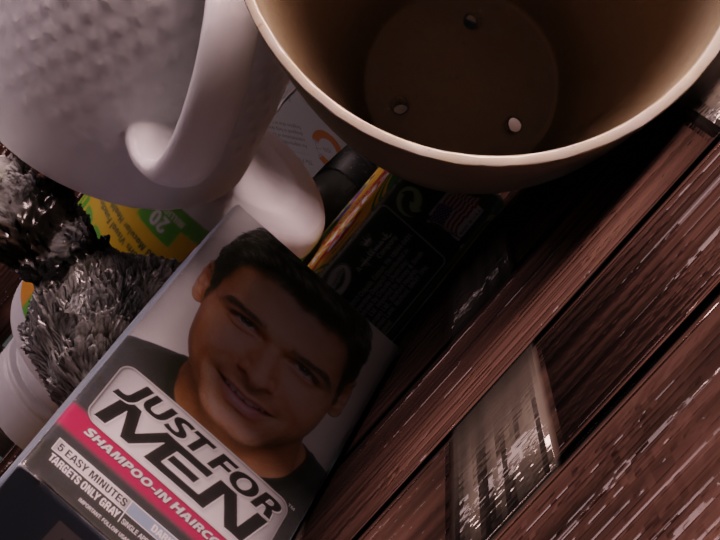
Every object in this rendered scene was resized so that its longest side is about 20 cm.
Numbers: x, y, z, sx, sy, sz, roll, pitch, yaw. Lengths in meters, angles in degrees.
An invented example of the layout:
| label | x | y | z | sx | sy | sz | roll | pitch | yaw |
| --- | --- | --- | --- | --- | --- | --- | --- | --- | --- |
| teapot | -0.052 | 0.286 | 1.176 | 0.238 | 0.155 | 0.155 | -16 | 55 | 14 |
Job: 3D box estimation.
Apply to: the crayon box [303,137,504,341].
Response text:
| label | x | y | z | sx | sy | sz | roll | pitch | yaw |
| --- | --- | --- | --- | --- | --- | --- | --- | --- | --- |
| crayon box | 0.000 | 0.000 | 0.862 | 0.127 | 0.051 | 0.200 | -50 | 5 | -5 |

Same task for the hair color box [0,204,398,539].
| label | x | y | z | sx | sy | sz | roll | pitch | yaw |
| --- | --- | --- | --- | --- | --- | --- | --- | --- | --- |
| hair color box | -0.066 | 0.066 | 0.663 | 0.061 | 0.099 | 0.200 | -45 | 7 | 34 |

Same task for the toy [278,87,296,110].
| label | x | y | z | sx | sy | sz | roll | pitch | yaw |
| --- | --- | --- | --- | --- | --- | --- | --- | --- | --- |
| toy | -0.102 | -0.018 | 0.988 | 0.200 | 0.047 | 0.115 | -41 | 7 | 25 |

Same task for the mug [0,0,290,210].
| label | x | y | z | sx | sy | sz | roll | pitch | yaw |
| --- | --- | --- | --- | --- | --- | --- | --- | --- | --- |
| mug | -0.081 | -0.124 | 0.727 | 0.176 | 0.146 | 0.201 | -61 | 31 | 35 |

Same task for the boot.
| label | x | y | z | sx | sy | sz | roll | pitch | yaw |
| --- | --- | --- | --- | --- | --- | --- | --- | --- | --- |
| boot | -0.055 | 0.000 | 1.025 | 0.130 | 0.068 | 0.200 | -40 | -7 | -20 |

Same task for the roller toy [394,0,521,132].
| label | x | y | z | sx | sy | sz | roll | pitch | yaw |
| --- | --- | --- | --- | --- | --- | --- | --- | --- | --- |
| roller toy | 0.032 | -0.155 | 0.864 | 0.141 | 0.199 | 0.182 | -64 | -15 | 19 |

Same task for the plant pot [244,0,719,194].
| label | x | y | z | sx | sy | sz | roll | pitch | yaw |
| --- | --- | --- | --- | --- | --- | --- | --- | --- | --- |
| plant pot | 0.046 | -0.107 | 0.668 | 0.188 | 0.187 | 0.200 | -50 | -7 | -9 |

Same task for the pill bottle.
| label | x | y | z | sx | sy | sz | roll | pitch | yaw |
| --- | --- | --- | --- | --- | --- | --- | --- | --- | --- |
| pill bottle | -0.117 | 0.013 | 0.881 | 0.200 | 0.111 | 0.111 | -49 | 5 | 27 |

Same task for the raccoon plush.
| label | x | y | z | sx | sy | sz | roll | pitch | yaw |
| --- | --- | --- | --- | --- | --- | --- | --- | --- | --- |
| raccoon plush | -0.128 | 0.053 | 0.738 | 0.097 | 0.199 | 0.135 | -45 | 26 | 28 |

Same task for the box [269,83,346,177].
| label | x | y | z | sx | sy | sz | roll | pitch | yaw |
| --- | --- | --- | --- | --- | --- | --- | --- | --- | --- |
| box | -0.030 | -0.164 | 1.051 | 0.097 | 0.201 | 0.124 | -36 | 33 | -30 |
